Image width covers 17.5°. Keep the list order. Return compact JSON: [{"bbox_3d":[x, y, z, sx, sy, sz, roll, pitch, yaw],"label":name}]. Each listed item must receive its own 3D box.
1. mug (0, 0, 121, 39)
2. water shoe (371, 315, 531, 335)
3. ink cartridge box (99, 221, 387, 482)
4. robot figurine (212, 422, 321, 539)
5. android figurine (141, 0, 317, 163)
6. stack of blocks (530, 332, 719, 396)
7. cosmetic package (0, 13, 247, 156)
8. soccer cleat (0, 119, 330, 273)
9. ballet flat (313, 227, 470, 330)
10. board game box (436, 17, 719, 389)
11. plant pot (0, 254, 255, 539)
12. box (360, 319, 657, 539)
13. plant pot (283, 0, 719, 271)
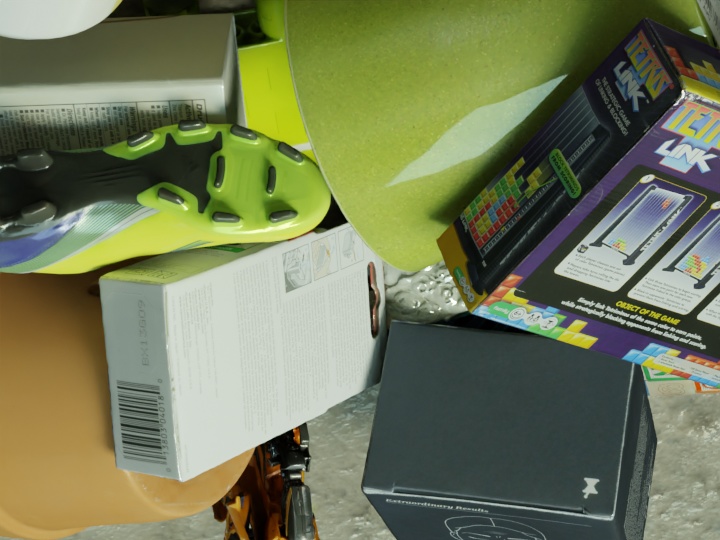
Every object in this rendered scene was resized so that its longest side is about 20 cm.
[{"bbox_3d":[-0.138,-0.190,1.142,0.186,0.150,0.153,7,144,-14],"label":"mug"},{"bbox_3d":[0.076,0.049,1.523,0.199,0.079,0.072,4,137,-20],"label":"water shoe"},{"bbox_3d":[-0.060,0.034,1.305,0.050,0.200,0.109,6,107,34],"label":"ink cartridge box"},{"bbox_3d":[-0.067,0.128,1.480,0.058,0.200,0.145,-3,138,-13],"label":"robot figurine"},{"bbox_3d":[-0.065,-0.092,1.351,0.181,0.041,0.200,-11,138,-4],"label":"android figurine"},{"bbox_3d":[0.159,0.014,1.376,0.115,0.059,0.200,-4,157,14],"label":"stack of blocks"},{"bbox_3d":[-0.164,-0.076,1.271,0.199,0.073,0.104,-2,127,3],"label":"cosmetic package"},{"bbox_3d":[-0.115,-0.034,1.230,0.199,0.065,0.084,-4,157,1],"label":"soccer cleat"},{"bbox_3d":[0.000,0.000,1.411,0.200,0.072,0.072,-9,149,39],"label":"ballet flat"},{"bbox_3d":[0.165,-0.028,1.194,0.200,0.057,0.165,17,126,-40],"label":"board game box"},{"bbox_3d":[-0.148,0.064,1.349,0.140,0.201,0.200,7,153,36],"label":"plant pot"},{"bbox_3d":[0.095,0.117,1.416,0.148,0.107,0.200,6,162,12],"label":"box"},{"bbox_3d":[0.092,-0.114,1.222,0.199,0.188,0.187,-15,142,23],"label":"plant pot"}]
